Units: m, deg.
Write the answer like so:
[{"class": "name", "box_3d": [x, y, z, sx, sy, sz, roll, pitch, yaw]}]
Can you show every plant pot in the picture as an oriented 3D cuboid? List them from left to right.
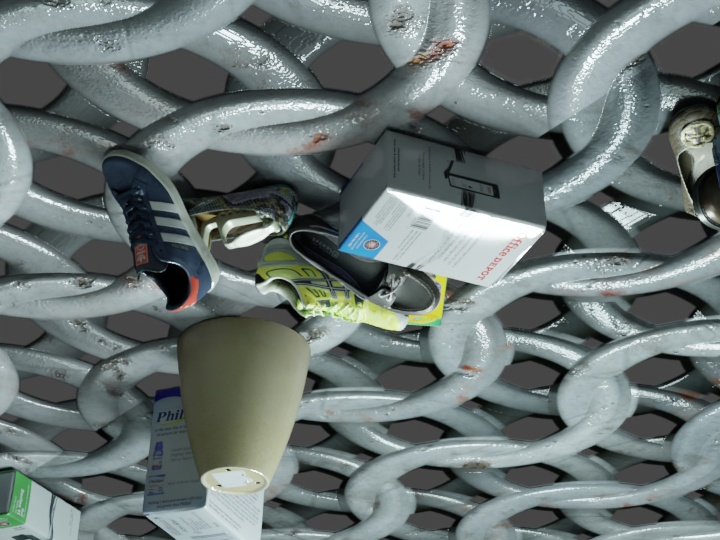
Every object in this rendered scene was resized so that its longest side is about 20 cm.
[{"class": "plant pot", "box_3d": [-0.166, 0.195, 2.095, 0.187, 0.201, 0.188, 2, 149, 1]}]

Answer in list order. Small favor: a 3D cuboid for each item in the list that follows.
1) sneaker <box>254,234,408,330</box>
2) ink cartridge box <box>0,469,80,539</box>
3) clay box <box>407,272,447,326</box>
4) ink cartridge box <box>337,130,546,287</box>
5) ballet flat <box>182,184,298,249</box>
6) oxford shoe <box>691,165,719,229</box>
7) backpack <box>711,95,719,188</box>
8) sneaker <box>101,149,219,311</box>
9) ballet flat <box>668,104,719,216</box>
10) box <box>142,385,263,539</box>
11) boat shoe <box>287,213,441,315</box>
[{"class": "sneaker", "box_3d": [-0.037, 0.033, 1.880, 0.199, 0.077, 0.076, 24, 149, 10]}, {"class": "ink cartridge box", "box_3d": [-0.584, 0.415, 2.583, 0.146, 0.083, 0.200, -12, 147, 22]}, {"class": "clay box", "box_3d": [0.051, 0.013, 1.932, 0.114, 0.048, 0.200, 4, 147, 2]}, {"class": "ink cartridge box", "box_3d": [0.092, -0.068, 1.764, 0.199, 0.085, 0.146, 13, 146, -20]}, {"class": "ballet flat", "box_3d": [-0.170, -0.054, 1.814, 0.200, 0.072, 0.072, -9, 147, 17]}, {"class": "oxford shoe", "box_3d": [0.440, -0.087, 1.679, 0.199, 0.073, 0.084, -8, 180, -37]}, {"class": "backpack", "box_3d": [0.459, -0.105, 1.572, 0.182, 0.201, 0.147, 6, 146, -9]}, {"class": "sneaker", "box_3d": [-0.240, -0.041, 1.755, 0.075, 0.085, 0.200, -20, 111, 42]}, {"class": "ballet flat", "box_3d": [0.379, -0.114, 1.712, 0.067, 0.047, 0.200, -6, 148, 10]}, {"class": "box", "box_3d": [-0.224, 0.293, 2.255, 0.105, 0.201, 0.184, -9, 147, 19]}, {"class": "boat shoe", "box_3d": [0.000, 0.000, 1.813, 0.200, 0.057, 0.067, 30, 107, 3]}]
